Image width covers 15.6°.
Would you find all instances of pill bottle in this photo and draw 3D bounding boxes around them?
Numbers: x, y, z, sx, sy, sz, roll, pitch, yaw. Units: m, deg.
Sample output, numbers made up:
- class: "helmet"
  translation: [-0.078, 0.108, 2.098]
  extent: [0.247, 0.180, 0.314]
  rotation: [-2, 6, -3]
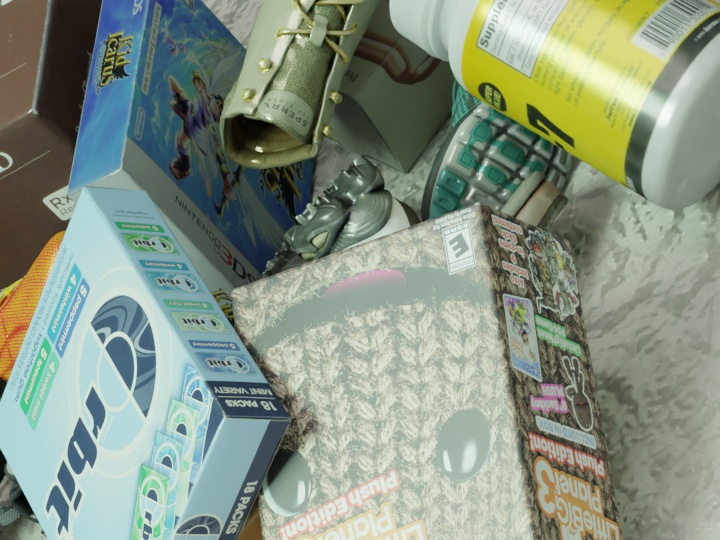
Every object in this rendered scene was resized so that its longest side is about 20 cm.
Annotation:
- class: "pill bottle"
  translation: [0.121, -0.128, 1.464]
  extent: [0.199, 0.114, 0.115]
  rotation: [33, 77, 26]

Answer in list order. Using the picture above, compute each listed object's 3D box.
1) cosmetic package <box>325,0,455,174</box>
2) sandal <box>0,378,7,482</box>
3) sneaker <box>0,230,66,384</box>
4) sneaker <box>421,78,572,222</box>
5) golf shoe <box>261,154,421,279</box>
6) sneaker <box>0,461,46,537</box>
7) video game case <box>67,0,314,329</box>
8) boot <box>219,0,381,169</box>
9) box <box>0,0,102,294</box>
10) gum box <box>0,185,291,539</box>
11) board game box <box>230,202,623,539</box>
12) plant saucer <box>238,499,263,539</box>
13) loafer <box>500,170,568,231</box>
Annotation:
- class: "cosmetic package"
  translation: [0.035, -0.175, 1.666]
  extent: [0.103, 0.087, 0.201]
  rotation: [24, 72, 37]
- class: "sandal"
  translation: [-0.255, 0.155, 1.639]
  extent: [0.075, 0.048, 0.201]
  rotation: [48, 116, 31]
- class: "sneaker"
  translation: [-0.222, 0.047, 1.638]
  extent: [0.201, 0.077, 0.073]
  rotation: [-58, 2, 36]
- class: "sneaker"
  translation: [0.085, -0.091, 1.576]
  extent: [0.091, 0.078, 0.201]
  rotation: [-15, 38, 57]
- class: "golf shoe"
  translation: [0.000, 0.000, 1.530]
  extent: [0.078, 0.094, 0.200]
  rotation: [-50, 0, -8]
- class: "sneaker"
  translation: [-0.172, 0.098, 1.588]
  extent: [0.140, 0.078, 0.200]
  rotation: [-48, 13, 12]
- class: "video game case"
  translation: [-0.098, -0.068, 1.619]
  extent: [0.045, 0.181, 0.201]
  rotation: [-21, 41, 25]
- class: "boot"
  translation: [-0.018, -0.150, 1.517]
  extent: [0.200, 0.072, 0.156]
  rotation: [-41, 26, 63]
- class: "box"
  translation: [-0.204, -0.062, 1.699]
  extent: [0.165, 0.200, 0.165]
  rotation: [-25, 40, 24]
- class: "gum box"
  translation: [-0.122, 0.082, 1.399]
  extent: [0.200, 0.044, 0.171]
  rotation: [54, 129, 43]
- class: "board game box"
  translation: [0.034, 0.091, 1.336]
  extent: [0.159, 0.097, 0.202]
  rotation: [-20, 68, 29]
- class: "plant saucer"
  translation: [-0.068, 0.109, 1.506]
  extent: [0.200, 0.032, 0.201]
  rotation: [-41, 22, 21]
- class: "loafer"
  translation: [0.066, 0.039, 1.468]
  extent: [0.201, 0.063, 0.072]
  rotation: [-55, -5, -17]
